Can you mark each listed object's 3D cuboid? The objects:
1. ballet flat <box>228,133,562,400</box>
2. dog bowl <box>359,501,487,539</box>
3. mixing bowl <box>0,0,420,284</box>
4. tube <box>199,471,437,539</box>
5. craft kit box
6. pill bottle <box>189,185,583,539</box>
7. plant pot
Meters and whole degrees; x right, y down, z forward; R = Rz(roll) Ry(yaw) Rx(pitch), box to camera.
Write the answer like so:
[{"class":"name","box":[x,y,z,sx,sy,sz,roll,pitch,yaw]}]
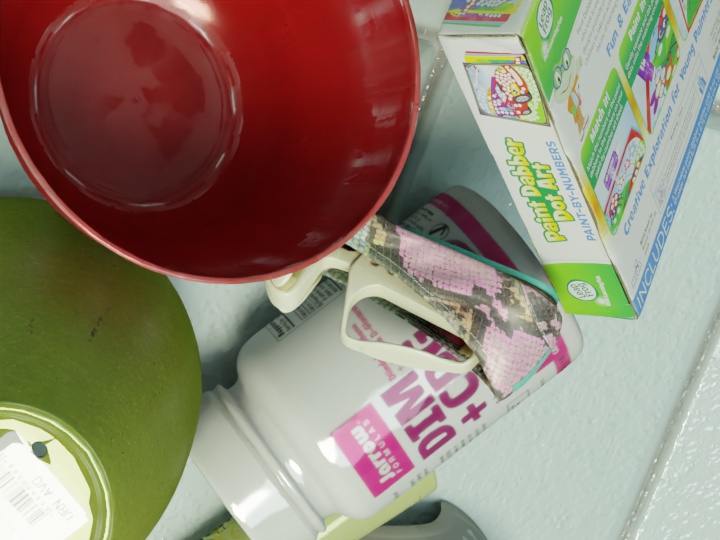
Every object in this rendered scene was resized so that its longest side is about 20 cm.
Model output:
[{"class":"ballet flat","box":[0.000,0.000,0.943,0.071,0.199,0.069,-57,166,-16]},{"class":"dog bowl","box":[0.007,0.229,1.143,0.199,0.059,0.201,-12,121,-21]},{"class":"mixing bowl","box":[-0.084,-0.086,0.878,0.199,0.108,0.201,4,80,-26]},{"class":"tube","box":[-0.051,0.151,1.067,0.199,0.052,0.058,-32,163,-13]},{"class":"craft kit box","box":[0.118,-0.115,0.939,0.201,0.048,0.198,-66,147,-32]},{"class":"pill bottle","box":[0.007,0.057,1.018,0.200,0.113,0.114,-37,126,-5]},{"class":"plant pot","box":[-0.156,0.075,0.856,0.186,0.200,0.188,-1,101,-8]}]
